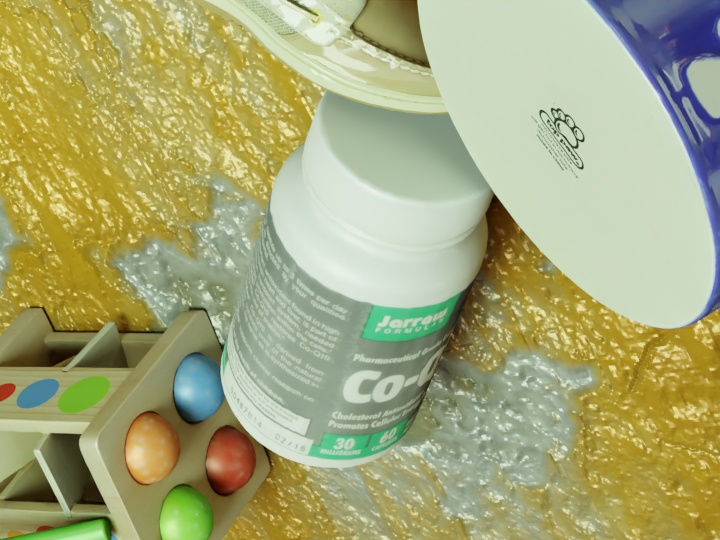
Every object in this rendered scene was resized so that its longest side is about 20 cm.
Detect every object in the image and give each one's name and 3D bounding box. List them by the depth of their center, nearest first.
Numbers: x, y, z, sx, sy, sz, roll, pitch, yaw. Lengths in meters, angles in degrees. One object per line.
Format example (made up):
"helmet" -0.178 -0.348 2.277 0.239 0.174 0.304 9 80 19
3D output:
"dog bowl" 0.114 -0.078 0.880 0.200 0.079 0.200 48 161 23
"boot" -0.009 -0.172 0.950 0.199 0.072 0.155 30 133 7
"pill bottle" 0.000 0.000 1.054 0.113 0.113 0.201 28 136 8
"pounding bench toy" -0.166 0.130 1.203 0.155 0.200 0.125 0 125 33
